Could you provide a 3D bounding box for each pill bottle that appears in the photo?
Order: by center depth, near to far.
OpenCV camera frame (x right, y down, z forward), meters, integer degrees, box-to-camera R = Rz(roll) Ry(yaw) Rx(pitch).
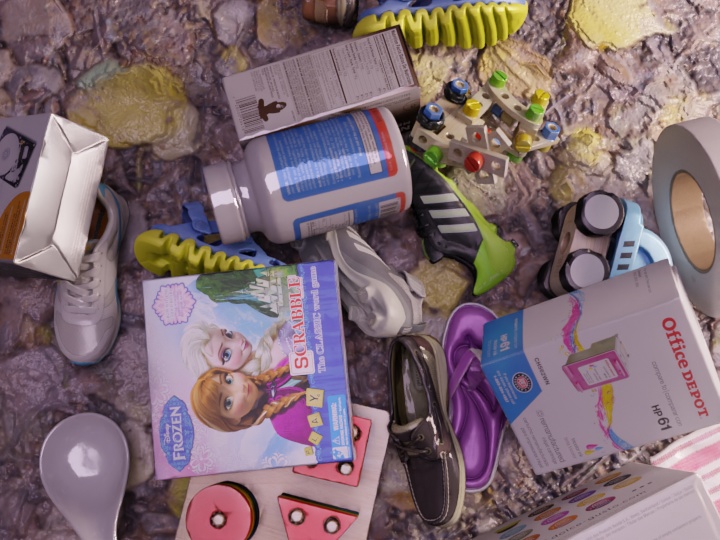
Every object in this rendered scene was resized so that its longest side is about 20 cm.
[{"bbox_3d":[-0.055,-0.092,0.902,0.199,0.112,0.113,-14,79,-7],"label":"pill bottle"}]

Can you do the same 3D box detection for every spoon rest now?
[{"bbox_3d":[-0.275,0.248,0.926,0.099,0.061,0.201,-22,80,-2],"label":"spoon rest"}]

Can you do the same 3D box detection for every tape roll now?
[{"bbox_3d":[0.349,-0.052,0.883,0.037,0.203,0.204,-14,79,1],"label":"tape roll"}]

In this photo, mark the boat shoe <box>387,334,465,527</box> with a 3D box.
[{"bbox_3d":[0.059,0.165,0.913,0.071,0.066,0.202,-18,71,39],"label":"boat shoe"}]

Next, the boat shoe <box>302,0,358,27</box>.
[{"bbox_3d":[-0.040,-0.383,1.023,0.073,0.076,0.202,-1,79,5],"label":"boat shoe"}]

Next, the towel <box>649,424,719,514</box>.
[{"bbox_3d":[0.413,0.251,0.913,0.146,0.030,0.201,-27,80,-3],"label":"towel"}]

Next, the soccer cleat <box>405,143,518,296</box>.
[{"bbox_3d":[0.085,-0.059,0.965,0.081,0.068,0.200,-44,83,1],"label":"soccer cleat"}]

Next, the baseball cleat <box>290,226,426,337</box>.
[{"bbox_3d":[0.000,0.000,0.961,0.070,0.106,0.200,-53,53,29],"label":"baseball cleat"}]

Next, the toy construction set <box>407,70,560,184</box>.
[{"bbox_3d":[0.130,-0.145,0.931,0.131,0.200,0.092,35,125,10],"label":"toy construction set"}]

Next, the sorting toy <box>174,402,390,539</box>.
[{"bbox_3d":[-0.083,0.224,0.917,0.199,0.070,0.200,12,81,4],"label":"sorting toy"}]

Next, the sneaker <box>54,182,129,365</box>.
[{"bbox_3d":[-0.303,0.002,0.961,0.076,0.081,0.202,2,81,1],"label":"sneaker"}]

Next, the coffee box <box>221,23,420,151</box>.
[{"bbox_3d":[-0.039,-0.183,0.967,0.199,0.114,0.080,-17,77,-2],"label":"coffee box"}]

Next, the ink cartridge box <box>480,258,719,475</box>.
[{"bbox_3d":[0.237,0.097,0.861,0.199,0.085,0.145,-22,110,19],"label":"ink cartridge box"}]

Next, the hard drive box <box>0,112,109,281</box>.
[{"bbox_3d":[-0.372,-0.075,0.932,0.199,0.077,0.157,2,77,38],"label":"hard drive box"}]

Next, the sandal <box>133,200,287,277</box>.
[{"bbox_3d":[-0.141,-0.020,0.963,0.199,0.080,0.087,23,53,-2],"label":"sandal"}]

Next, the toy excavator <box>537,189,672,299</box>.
[{"bbox_3d":[0.294,0.030,0.931,0.199,0.100,0.196,17,82,-3],"label":"toy excavator"}]

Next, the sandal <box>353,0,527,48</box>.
[{"bbox_3d":[0.089,-0.301,0.996,0.198,0.080,0.088,-3,70,-1],"label":"sandal"}]

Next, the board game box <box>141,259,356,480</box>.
[{"bbox_3d":[-0.112,0.099,0.880,0.198,0.041,0.202,-7,82,2],"label":"board game box"}]

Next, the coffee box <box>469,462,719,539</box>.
[{"bbox_3d":[0.240,0.317,0.822,0.199,0.198,0.201,-24,82,-3],"label":"coffee box"}]

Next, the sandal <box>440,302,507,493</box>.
[{"bbox_3d":[0.127,0.134,0.935,0.082,0.050,0.204,1,80,2],"label":"sandal"}]
